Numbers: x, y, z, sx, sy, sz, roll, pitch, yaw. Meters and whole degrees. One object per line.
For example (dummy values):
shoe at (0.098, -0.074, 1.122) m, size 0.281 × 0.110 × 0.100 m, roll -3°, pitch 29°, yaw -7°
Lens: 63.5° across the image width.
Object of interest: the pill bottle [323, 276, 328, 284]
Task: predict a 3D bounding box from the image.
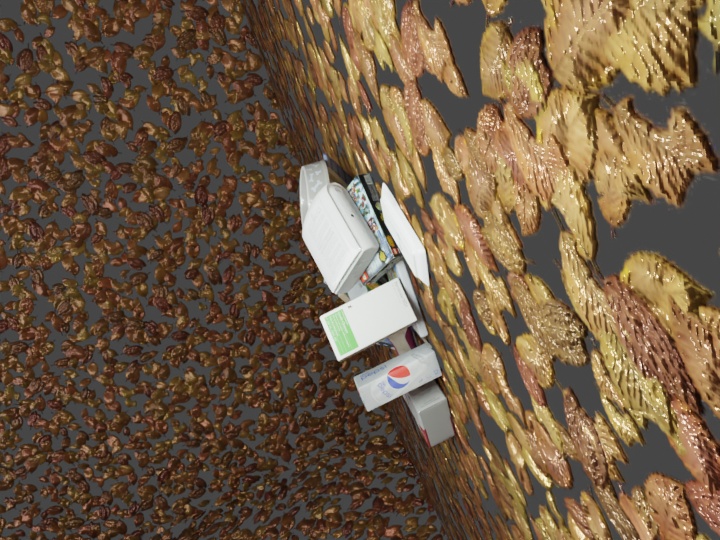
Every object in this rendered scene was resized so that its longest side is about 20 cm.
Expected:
pill bottle at (-0.058, -0.068, 1.571) m, size 0.112 × 0.108 × 0.208 m, roll 94°, pitch 178°, yaw -77°

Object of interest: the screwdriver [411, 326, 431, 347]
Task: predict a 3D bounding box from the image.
screwdriver at (0.138, 0.150, 1.430) m, size 0.029 × 0.028 × 0.200 m, roll 37°, pitch -176°, yaw -29°

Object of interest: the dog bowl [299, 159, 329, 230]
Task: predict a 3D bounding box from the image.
dog bowl at (-0.116, -0.172, 1.464) m, size 0.200 × 0.056 × 0.208 m, roll 176°, pitch 90°, yaw -78°

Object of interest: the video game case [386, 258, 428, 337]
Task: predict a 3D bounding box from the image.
video game case at (0.096, 0.038, 1.376) m, size 0.182 × 0.021 × 0.206 m, roll -132°, pitch 22°, yaw -74°

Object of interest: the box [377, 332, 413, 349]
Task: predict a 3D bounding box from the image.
box at (0.045, 0.161, 1.567) m, size 0.120 × 0.193 × 0.043 m, roll 78°, pitch -151°, yaw -61°

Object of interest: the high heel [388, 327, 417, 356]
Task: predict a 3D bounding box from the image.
high heel at (0.101, 0.146, 1.422) m, size 0.096 × 0.065 × 0.206 m, roll -61°, pitch -49°, yaw -70°

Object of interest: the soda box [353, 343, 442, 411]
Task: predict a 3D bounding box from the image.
soda box at (0.086, 0.245, 1.350) m, size 0.068 × 0.195 × 0.065 m, roll -137°, pitch 24°, yaw -74°

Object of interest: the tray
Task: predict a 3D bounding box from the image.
tray at (0.081, -0.069, 1.129) m, size 0.109 × 0.022 × 0.203 m, roll 74°, pitch 172°, yaw -50°

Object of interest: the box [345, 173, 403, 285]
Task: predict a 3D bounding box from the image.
box at (0.012, -0.089, 1.289) m, size 0.137 × 0.039 × 0.205 m, roll -43°, pitch 66°, yaw 49°

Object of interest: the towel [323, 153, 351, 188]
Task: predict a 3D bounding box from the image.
towel at (-0.048, -0.178, 1.478) m, size 0.146 × 0.023 × 0.207 m, roll 34°, pitch -138°, yaw -59°

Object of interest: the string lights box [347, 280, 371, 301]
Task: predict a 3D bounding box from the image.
string lights box at (0.037, 0.095, 1.629) m, size 0.200 × 0.058 × 0.104 m, roll 47°, pitch -169°, yaw -39°

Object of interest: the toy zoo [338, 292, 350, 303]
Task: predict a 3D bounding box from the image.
toy zoo at (-0.025, 0.019, 1.697) m, size 0.131 × 0.020 × 0.205 m, roll 43°, pitch -147°, yaw -44°

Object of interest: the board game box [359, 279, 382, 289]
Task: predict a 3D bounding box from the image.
board game box at (0.000, 0.000, 1.479) m, size 0.199 × 0.030 × 0.096 m, roll 36°, pitch -167°, yaw -49°

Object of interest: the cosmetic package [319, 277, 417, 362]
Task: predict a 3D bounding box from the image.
cosmetic package at (0.017, 0.111, 1.299) m, size 0.110 × 0.195 × 0.085 m, roll 62°, pitch 175°, yaw 9°

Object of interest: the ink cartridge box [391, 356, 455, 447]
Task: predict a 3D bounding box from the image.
ink cartridge box at (0.162, 0.329, 1.520) m, size 0.201 × 0.081 × 0.150 m, roll -121°, pitch 10°, yaw -54°

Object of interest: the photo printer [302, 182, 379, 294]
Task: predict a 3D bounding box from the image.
photo printer at (-0.054, -0.077, 1.289) m, size 0.203 × 0.068 × 0.168 m, roll 59°, pitch 137°, yaw 24°

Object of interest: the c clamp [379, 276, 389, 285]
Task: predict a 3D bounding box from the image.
c clamp at (0.032, -0.006, 1.488) m, size 0.199 × 0.027 × 0.172 m, roll 42°, pitch -170°, yaw -47°
